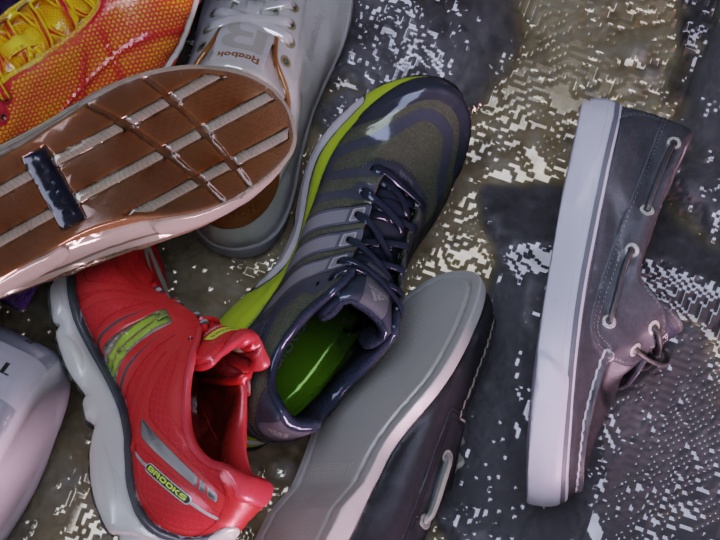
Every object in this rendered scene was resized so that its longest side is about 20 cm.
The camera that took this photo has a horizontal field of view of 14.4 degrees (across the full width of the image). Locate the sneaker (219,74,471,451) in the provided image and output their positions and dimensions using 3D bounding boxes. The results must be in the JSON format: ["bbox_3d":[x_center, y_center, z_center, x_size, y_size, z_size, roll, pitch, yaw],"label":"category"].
[{"bbox_3d":[0.000,0.000,1.328,0.074,0.081,0.200,32,82,-27],"label":"sneaker"}]

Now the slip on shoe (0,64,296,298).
[{"bbox_3d":[-0.125,-0.034,1.287,0.200,0.061,0.076,-28,90,-19],"label":"slip on shoe"}]

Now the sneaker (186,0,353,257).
[{"bbox_3d":[-0.044,-0.112,1.365,0.073,0.085,0.200,5,74,5],"label":"sneaker"}]

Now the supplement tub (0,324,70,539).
[{"bbox_3d":[-0.246,0.053,1.313,0.200,0.123,0.123,26,79,7],"label":"supplement tub"}]

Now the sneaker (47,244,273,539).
[{"bbox_3d":[-0.082,0.042,1.297,0.085,0.077,0.200,-33,54,21],"label":"sneaker"}]

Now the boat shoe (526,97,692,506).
[{"bbox_3d":[0.120,0.017,1.341,0.066,0.070,0.200,9,69,6],"label":"boat shoe"}]

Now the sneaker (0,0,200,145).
[{"bbox_3d":[-0.147,-0.091,1.307,0.073,0.077,0.200,40,88,28],"label":"sneaker"}]

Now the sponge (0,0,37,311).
[{"bbox_3d":[-0.160,-0.089,1.369,0.111,0.030,0.200,26,82,27],"label":"sponge"}]

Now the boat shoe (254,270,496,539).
[{"bbox_3d":[0.015,0.092,1.326,0.060,0.074,0.200,44,59,-29],"label":"boat shoe"}]
